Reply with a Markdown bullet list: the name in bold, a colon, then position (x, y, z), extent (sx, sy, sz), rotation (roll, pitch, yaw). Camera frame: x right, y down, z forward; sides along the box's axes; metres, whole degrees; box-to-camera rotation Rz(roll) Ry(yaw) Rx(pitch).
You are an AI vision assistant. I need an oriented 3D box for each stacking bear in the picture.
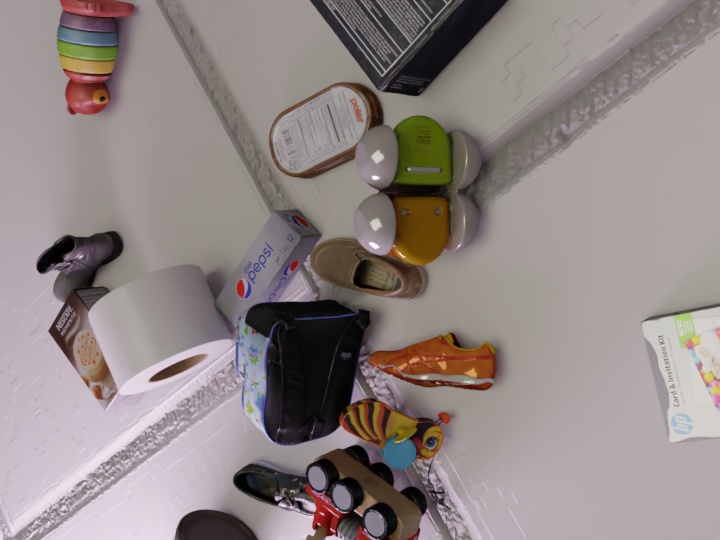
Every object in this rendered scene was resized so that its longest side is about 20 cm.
- **stacking bear**: position (-0.478, -0.374, 1.593), extent (0.113, 0.121, 0.202), rotation (19, 111, 27)

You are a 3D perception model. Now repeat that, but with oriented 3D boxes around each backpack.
- **backpack**: position (-0.097, 0.146, 1.358), extent (0.147, 0.182, 0.202), rotation (23, 111, 52)

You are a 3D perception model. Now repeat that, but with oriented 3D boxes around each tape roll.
- **tape roll**: position (-0.324, 0.098, 1.479), extent (0.202, 0.202, 0.140), rotation (-34, 77, 30)

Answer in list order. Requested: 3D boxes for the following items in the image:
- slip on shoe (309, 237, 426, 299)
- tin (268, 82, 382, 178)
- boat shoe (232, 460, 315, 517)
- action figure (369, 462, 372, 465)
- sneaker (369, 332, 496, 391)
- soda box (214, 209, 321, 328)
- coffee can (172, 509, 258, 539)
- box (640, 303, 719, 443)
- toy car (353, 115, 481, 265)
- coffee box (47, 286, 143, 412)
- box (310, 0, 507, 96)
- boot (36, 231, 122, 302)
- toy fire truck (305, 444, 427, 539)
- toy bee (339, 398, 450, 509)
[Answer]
- **slip on shoe**: position (0.000, 0.000, 1.347), extent (0.199, 0.060, 0.077), rotation (19, 104, 29)
- **tin**: position (-0.056, -0.211, 1.379), extent (0.199, 0.042, 0.113), rotation (-22, 87, 32)
- **boat shoe**: position (-0.118, 0.357, 1.455), extent (0.199, 0.056, 0.069), rotation (9, 99, 32)
- **action figure**: position (0.026, 0.361, 1.371), extent (0.065, 0.052, 0.201), rotation (-35, 71, 24)
- **sneaker**: position (0.105, 0.128, 1.300), extent (0.198, 0.073, 0.078), rotation (1, 73, 28)
- **soda box**: position (-0.148, -0.001, 1.439), extent (0.068, 0.063, 0.201), rotation (44, 115, 20)
- **coffee can**: position (-0.270, 0.526, 1.514), extent (0.146, 0.146, 0.201), rotation (34, 111, 25)
- **box**: position (0.454, 0.116, 1.084), extent (0.199, 0.041, 0.157), rotation (-14, 86, 33)
- **toy car**: position (0.066, -0.112, 1.258), extent (0.150, 0.173, 0.202), rotation (-164, 74, -67)
- **coffee box**: position (-0.464, 0.140, 1.641), extent (0.200, 0.079, 0.115), rotation (47, 116, 20)
- **box**: position (0.063, -0.381, 1.236), extent (0.198, 0.123, 0.201), rotation (-43, 74, 29)
- **boot**: position (-0.537, -0.008, 1.643), extent (0.200, 0.131, 0.070), rotation (-43, 73, 27)
- **toy fire truck**: position (-0.020, 0.386, 1.314), extent (0.175, 0.128, 0.202), rotation (30, 117, 33)
- **toy bee**: position (0.072, 0.236, 1.310), extent (0.109, 0.200, 0.131), rotation (-53, 28, -5)
